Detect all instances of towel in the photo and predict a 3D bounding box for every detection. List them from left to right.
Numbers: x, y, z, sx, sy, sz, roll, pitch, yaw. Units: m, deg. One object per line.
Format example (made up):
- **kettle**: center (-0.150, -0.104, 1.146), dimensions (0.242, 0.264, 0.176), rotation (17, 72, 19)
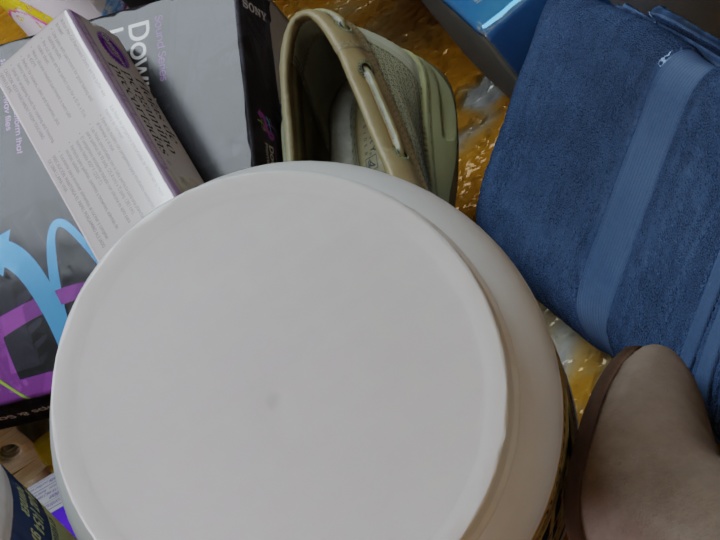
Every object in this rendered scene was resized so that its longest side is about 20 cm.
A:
- **towel**: center (0.106, -0.021, 0.948), dimensions (0.112, 0.048, 0.200), rotation (-69, 26, 12)

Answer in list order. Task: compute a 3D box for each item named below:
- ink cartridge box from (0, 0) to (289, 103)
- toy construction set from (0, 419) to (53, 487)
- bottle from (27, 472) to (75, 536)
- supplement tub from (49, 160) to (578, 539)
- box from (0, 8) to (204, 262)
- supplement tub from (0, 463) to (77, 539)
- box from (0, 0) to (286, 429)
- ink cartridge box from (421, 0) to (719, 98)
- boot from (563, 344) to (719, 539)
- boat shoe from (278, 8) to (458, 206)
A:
- **ink cartridge box**: center (-0.118, -0.138, 1.240), dimensions (0.067, 0.200, 0.116), rotation (-50, 30, -15)
- **toy construction set**: center (-0.100, 0.009, 1.126), dimensions (0.200, 0.092, 0.131), rotation (-48, 40, 15)
- **bottle**: center (-0.120, 0.127, 1.000), dimensions (0.200, 0.084, 0.065), rotation (-31, 30, 25)
- **supplement tub**: center (-0.010, 0.047, 0.828), dimensions (0.144, 0.144, 0.200), rotation (-41, -10, 0)
- **box**: center (-0.066, -0.005, 0.995), dimensions (0.041, 0.039, 0.200), rotation (-40, 62, 14)
- **supplement tub**: center (-0.108, 0.155, 0.825), dimensions (0.145, 0.200, 0.145), rotation (-30, 31, 20)
- **box**: center (-0.121, -0.017, 1.071), dimensions (0.199, 0.036, 0.143), rotation (-14, 73, 18)
- **ink cartridge box**: center (0.120, -0.150, 1.095), dimensions (0.200, 0.084, 0.145), rotation (-40, 27, 1)
- **boot**: center (0.130, 0.088, 0.777), dimensions (0.146, 0.070, 0.200), rotation (-12, 44, 26)
- **boat shoe**: center (0.002, -0.002, 1.008), dimensions (0.073, 0.063, 0.201), rotation (-24, 53, 33)
